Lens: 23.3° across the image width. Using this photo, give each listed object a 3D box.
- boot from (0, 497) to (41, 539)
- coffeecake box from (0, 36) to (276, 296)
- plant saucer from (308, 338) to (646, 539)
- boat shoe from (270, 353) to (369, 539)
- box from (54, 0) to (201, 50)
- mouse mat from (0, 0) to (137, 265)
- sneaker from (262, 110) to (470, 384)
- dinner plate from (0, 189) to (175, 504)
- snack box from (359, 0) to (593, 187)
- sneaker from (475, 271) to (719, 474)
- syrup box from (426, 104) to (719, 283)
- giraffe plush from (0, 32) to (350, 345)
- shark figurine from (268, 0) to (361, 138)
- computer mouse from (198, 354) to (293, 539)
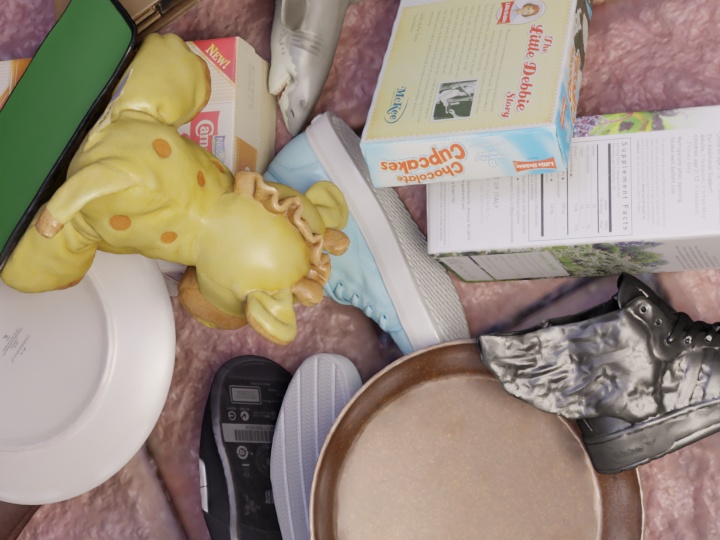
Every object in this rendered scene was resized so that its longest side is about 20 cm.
[{"bbox_3d":[-0.240,0.159,1.131,0.166,0.072,0.200,-29,66,14],"label":"boot"},{"bbox_3d":[-0.161,-0.063,1.154,0.199,0.073,0.154,-3,76,19],"label":"coffeecake box"},{"bbox_3d":[0.065,0.140,1.004,0.200,0.034,0.201,2,83,-13],"label":"plant saucer"},{"bbox_3d":[-0.005,0.151,1.053,0.072,0.071,0.201,-10,80,44],"label":"boat shoe"},{"bbox_3d":[-0.137,-0.227,1.153,0.163,0.021,0.200,-33,40,19],"label":"box"},{"bbox_3d":[-0.202,-0.084,1.069,0.200,0.008,0.161,-55,29,10],"label":"mouse mat"},{"bbox_3d":[0.000,0.000,1.088,0.082,0.074,0.200,-37,60,18],"label":"sneaker"},{"bbox_3d":[-0.211,0.047,1.103,0.199,0.024,0.201,-3,83,20],"label":"dinner plate"},{"bbox_3d":[0.076,-0.132,1.049,0.116,0.037,0.200,-4,43,19],"label":"snack box"},{"bbox_3d":[0.174,0.044,0.985,0.199,0.060,0.104,-24,92,2],"label":"sneaker"},{"bbox_3d":[0.144,-0.044,1.035,0.199,0.079,0.082,-4,76,19],"label":"syrup box"},{"bbox_3d":[-0.093,-0.032,1.015,0.162,0.200,0.173,32,74,-11],"label":"giraffe plush"},{"bbox_3d":[-0.010,-0.198,1.099,0.089,0.215,0.128,3,54,-9],"label":"shark figurine"},{"bbox_3d":[-0.086,0.153,1.056,0.046,0.140,0.201,-29,68,49],"label":"computer mouse"}]
